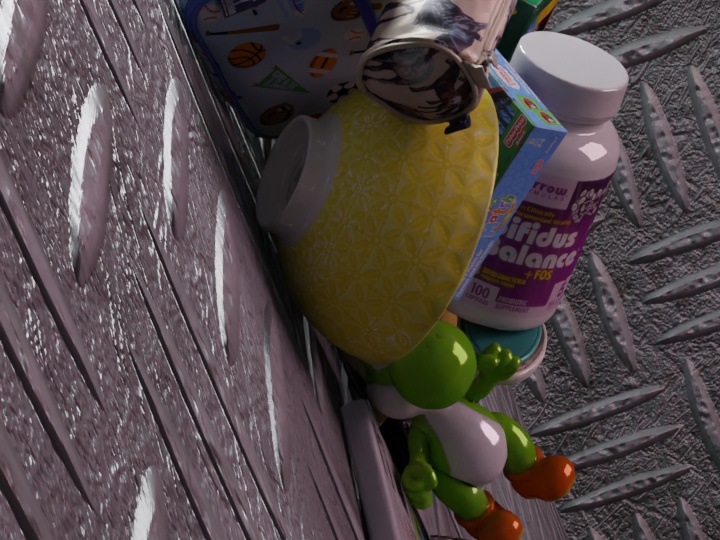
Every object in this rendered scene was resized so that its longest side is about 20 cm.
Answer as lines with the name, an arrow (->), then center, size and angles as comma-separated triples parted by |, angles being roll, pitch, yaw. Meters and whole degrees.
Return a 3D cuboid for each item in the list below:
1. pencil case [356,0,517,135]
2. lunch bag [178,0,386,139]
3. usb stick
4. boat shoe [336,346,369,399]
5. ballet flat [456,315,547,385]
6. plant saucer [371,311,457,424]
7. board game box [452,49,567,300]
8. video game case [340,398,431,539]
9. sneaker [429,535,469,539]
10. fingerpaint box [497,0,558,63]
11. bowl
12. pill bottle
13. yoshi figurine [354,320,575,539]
pencil case -> 0.069, -0.181, 1.543 | 0.078, 0.089, 0.200 | 76, 30, -46
lunch bag -> -0.032, -0.177, 1.602 | 0.200, 0.160, 0.076 | 63, 9, -60
usb stick -> 0.062, 0.098, 1.818 | 0.200, 0.033, 0.056 | -44, 132, -54
boat shoe -> 0.000, 0.000, 1.753 | 0.076, 0.074, 0.200 | -102, 171, -58
ballet flat -> 0.099, 0.043, 1.802 | 0.200, 0.069, 0.070 | -97, 166, -58
plant saucer -> 0.059, -0.001, 1.904 | 0.200, 0.048, 0.200 | -35, 122, -62
board game box -> 0.047, -0.101, 1.690 | 0.037, 0.151, 0.200 | 8, 35, -40
video game case -> 0.037, 0.216, 1.642 | 0.200, 0.022, 0.182 | -105, 173, -48
sneaker -> 0.081, 0.246, 1.810 | 0.200, 0.074, 0.085 | 91, 10, -82
fingerpaint box -> 0.087, -0.163, 1.830 | 0.073, 0.167, 0.200 | 29, 21, 5
bowl -> -0.004, -0.048, 1.582 | 0.108, 0.200, 0.200 | 20, 29, -21
pill bottle -> 0.120, -0.065, 1.722 | 0.112, 0.112, 0.200 | -102, -153, -57
yoshi figurine -> 0.069, 0.104, 1.676 | 0.200, 0.112, 0.112 | 51, 29, -22
